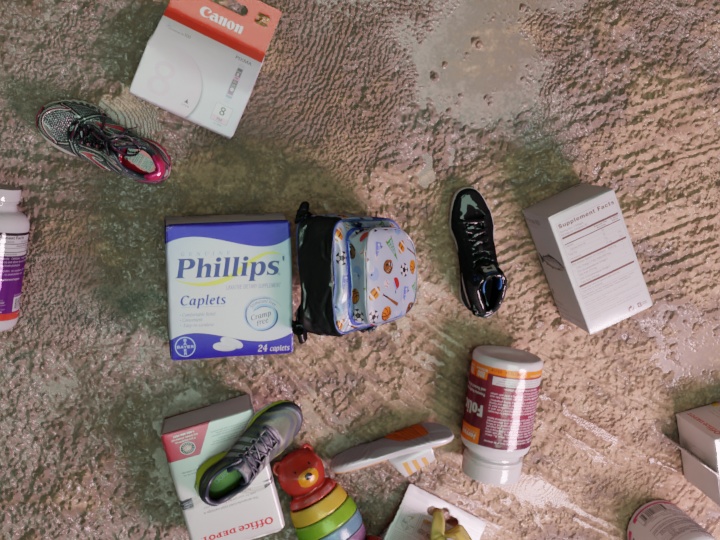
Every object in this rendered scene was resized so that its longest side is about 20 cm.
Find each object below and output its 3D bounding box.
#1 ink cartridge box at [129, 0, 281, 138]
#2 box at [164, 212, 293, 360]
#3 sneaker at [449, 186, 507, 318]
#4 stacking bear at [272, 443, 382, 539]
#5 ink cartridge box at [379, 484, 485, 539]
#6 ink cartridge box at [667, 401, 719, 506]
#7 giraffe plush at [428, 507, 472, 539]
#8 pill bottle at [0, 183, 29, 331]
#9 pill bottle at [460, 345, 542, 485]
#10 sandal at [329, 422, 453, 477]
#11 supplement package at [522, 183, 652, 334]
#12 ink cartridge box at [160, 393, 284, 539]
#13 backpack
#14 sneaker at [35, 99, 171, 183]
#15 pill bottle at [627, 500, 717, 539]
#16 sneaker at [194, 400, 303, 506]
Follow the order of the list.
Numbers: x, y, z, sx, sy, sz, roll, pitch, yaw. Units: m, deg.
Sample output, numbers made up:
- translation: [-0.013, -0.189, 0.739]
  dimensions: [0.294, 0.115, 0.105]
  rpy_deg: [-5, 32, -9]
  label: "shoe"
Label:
- translation: [-0.222, -0.316, 1.305]
  dimensions: [0.161, 0.057, 0.201]
  rpy_deg: [23, 100, -13]
  label: "ink cartridge box"
- translation: [-0.196, 0.021, 1.338]
  dimensions: [0.182, 0.105, 0.202]
  rpy_deg: [-3, 100, -10]
  label: "box"
- translation: [0.190, -0.027, 1.394]
  dimensions: [0.072, 0.112, 0.202]
  rpy_deg: [-10, 101, -9]
  label: "sneaker"
- translation: [-0.063, 0.376, 1.421]
  dimensions: [0.121, 0.114, 0.201]
  rpy_deg: [-29, 92, -14]
  label: "stacking bear"
- translation: [0.099, 0.481, 1.502]
  dimensions: [0.162, 0.057, 0.201]
  rpy_deg: [29, 73, -14]
  label: "ink cartridge box"
- translation: [0.636, 0.301, 1.522]
  dimensions: [0.198, 0.129, 0.126]
  rpy_deg: [-13, 102, -7]
  label: "ink cartridge box"
- translation: [0.108, 0.490, 1.400]
  dimensions: [0.162, 0.173, 0.200]
  rpy_deg: [-35, 132, 6]
  label: "giraffe plush"
- translation: [-0.530, -0.020, 1.267]
  dimensions: [0.111, 0.112, 0.202]
  rpy_deg: [8, 98, -11]
  label: "pill bottle"
- translation: [0.222, 0.230, 1.443]
  dimensions: [0.113, 0.114, 0.202]
  rpy_deg: [6, 98, -11]
  label: "pill bottle"
- translation: [0.054, 0.301, 1.449]
  dimensions: [0.205, 0.079, 0.060]
  rpy_deg: [-17, 104, 2]
  label: "sandal"
- translation: [0.356, -0.022, 1.422]
  dimensions: [0.116, 0.117, 0.201]
  rpy_deg: [-24, 102, -5]
  label: "supplement package"
- translation: [-0.212, 0.314, 1.395]
  dimensions: [0.143, 0.084, 0.202]
  rpy_deg: [-15, 101, -7]
  label: "ink cartridge box"
- translation: [0.000, 0.000, 1.323]
  dimensions: [0.153, 0.190, 0.202]
  rpy_deg: [7, 100, 28]
  label: "backpack"
- translation: [-0.364, -0.186, 1.288]
  dimensions: [0.198, 0.075, 0.081]
  rpy_deg: [21, 95, -12]
  label: "sneaker"
- translation: [0.537, 0.474, 1.496]
  dimensions: [0.112, 0.200, 0.115]
  rpy_deg: [-2, 100, -9]
  label: "pill bottle"
- translation: [-0.158, 0.273, 1.313]
  dimensions: [0.200, 0.081, 0.074]
  rpy_deg: [-46, 104, -3]
  label: "sneaker"
